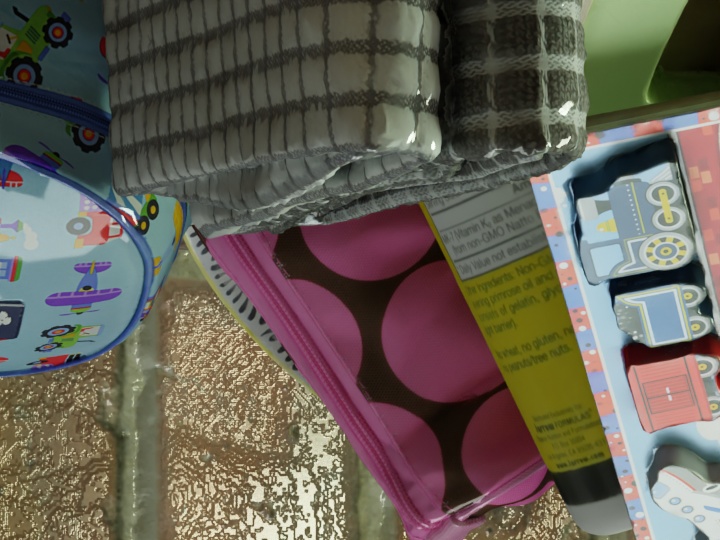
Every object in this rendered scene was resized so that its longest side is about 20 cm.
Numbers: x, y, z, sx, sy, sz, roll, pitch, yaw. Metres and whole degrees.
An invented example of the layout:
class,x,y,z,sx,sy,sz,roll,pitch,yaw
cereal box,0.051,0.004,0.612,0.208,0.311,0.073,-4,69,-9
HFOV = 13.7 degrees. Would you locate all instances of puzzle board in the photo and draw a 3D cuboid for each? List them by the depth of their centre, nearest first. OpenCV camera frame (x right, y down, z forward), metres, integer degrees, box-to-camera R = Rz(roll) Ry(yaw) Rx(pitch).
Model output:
class,x,y,z,sx,sy,sz,roll,pitch,yaw
puzzle board,0.139,0.020,0.850,0.150,0.017,0.200,-11,136,10

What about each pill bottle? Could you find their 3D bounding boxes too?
class,x,y,z,sx,sy,sz,roll,pitch,yaw
pill bottle,0.078,-0.028,0.961,0.114,0.201,0.114,-26,-179,1

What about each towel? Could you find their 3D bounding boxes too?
class,x,y,z,sx,sy,sz,roll,pitch,yaw
towel,-0.006,-0.097,0.784,0.085,0.167,0.200,-3,177,-20

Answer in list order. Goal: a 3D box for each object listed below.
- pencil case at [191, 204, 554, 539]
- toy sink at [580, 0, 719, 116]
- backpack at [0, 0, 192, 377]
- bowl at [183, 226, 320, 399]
class,x,y,z,sx,sy,sz,roll,pitch,yaw
pencil case,0.000,0.000,1.022,0.091,0.200,0.094,-31,-173,43
toy sink,0.136,-0.098,0.822,0.199,0.113,0.131,1,151,-11
backpack,-0.142,-0.024,0.910,0.199,0.135,0.183,11,149,-10
bowl,0.030,-0.030,1.140,0.200,0.201,0.094,-5,-145,49
